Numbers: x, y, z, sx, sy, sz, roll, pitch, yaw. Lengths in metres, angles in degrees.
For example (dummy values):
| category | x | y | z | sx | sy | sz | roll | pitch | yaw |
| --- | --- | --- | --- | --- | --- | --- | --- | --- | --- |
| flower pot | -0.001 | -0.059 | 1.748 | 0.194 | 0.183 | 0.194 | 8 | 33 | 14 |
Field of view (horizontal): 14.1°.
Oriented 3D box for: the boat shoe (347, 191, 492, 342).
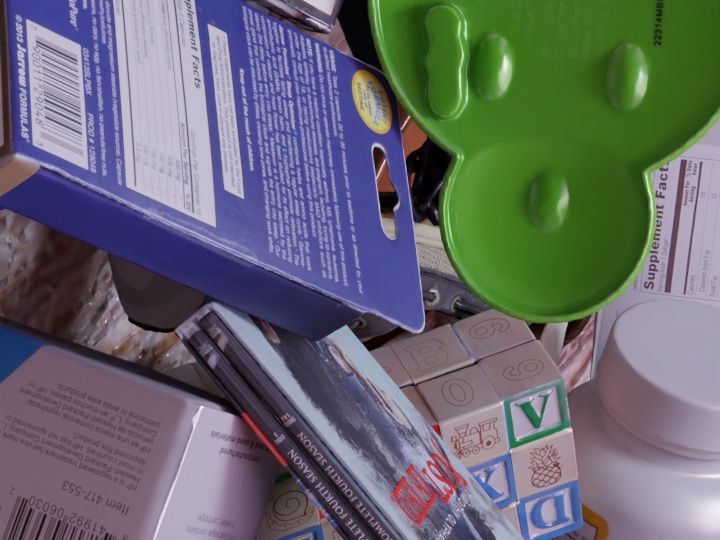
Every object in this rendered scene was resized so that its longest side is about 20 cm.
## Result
| category | x | y | z | sx | sy | sz | roll | pitch | yaw |
| --- | --- | --- | --- | --- | --- | --- | --- | --- | --- |
| boat shoe | 0.000 | 0.000 | 1.240 | 0.201 | 0.072 | 0.066 | 2 | 98 | -39 |

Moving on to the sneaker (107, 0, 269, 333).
| category | x | y | z | sx | sy | sz | roll | pitch | yaw |
| --- | --- | --- | --- | --- | --- | --- | --- | --- | --- |
| sneaker | -0.084 | -0.075 | 1.125 | 0.087 | 0.075 | 0.201 | -2 | 99 | -49 |

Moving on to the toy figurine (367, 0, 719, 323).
| category | x | y | z | sx | sy | sz | roll | pitch | yaw |
| --- | --- | --- | --- | --- | --- | --- | --- | --- | --- |
| toy figurine | 0.089 | -0.087 | 1.175 | 0.184 | 0.150 | 0.201 | -28 | 121 | -80 |

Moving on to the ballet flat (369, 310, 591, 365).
| category | x | y | z | sx | sy | sz | roll | pitch | yaw |
| --- | --- | --- | --- | --- | --- | --- | --- | --- | --- |
| ballet flat | 0.040 | 0.054 | 1.313 | 0.200 | 0.067 | 0.068 | -47 | 140 | -33 |

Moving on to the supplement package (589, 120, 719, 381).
| category | x | y | z | sx | sy | sz | roll | pitch | yaw |
| --- | --- | --- | --- | --- | --- | --- | --- | --- | --- |
| supplement package | 0.175 | -0.020 | 1.424 | 0.200 | 0.111 | 0.156 | -73 | 169 | -68 |

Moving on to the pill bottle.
| category | x | y | z | sx | sy | sz | roll | pitch | yaw |
| --- | --- | --- | --- | --- | --- | --- | --- | --- | --- |
| pill bottle | 0.127 | 0.118 | 1.318 | 0.113 | 0.113 | 0.200 | -28 | 140 | -48 |

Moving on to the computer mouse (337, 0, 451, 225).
| category | x | y | z | sx | sy | sz | roll | pitch | yaw |
| --- | --- | --- | --- | --- | --- | --- | --- | --- | --- |
| computer mouse | 0.021 | -0.130 | 1.221 | 0.140 | 0.046 | 0.200 | -59 | 130 | -65 |

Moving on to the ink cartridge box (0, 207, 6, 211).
| category | x | y | z | sx | sy | sz | roll | pitch | yaw |
| --- | --- | --- | --- | --- | --- | --- | --- | --- | --- |
| ink cartridge box | -0.184 | -0.052 | 0.995 | 0.200 | 0.044 | 0.094 | -23 | 126 | -51 |

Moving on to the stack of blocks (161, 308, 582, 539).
| category | x | y | z | sx | sy | sz | roll | pitch | yaw |
| --- | --- | --- | --- | --- | --- | --- | --- | --- | --- |
| stack of blocks | -0.013 | 0.083 | 1.217 | 0.200 | 0.059 | 0.115 | -19 | 129 | -11 |

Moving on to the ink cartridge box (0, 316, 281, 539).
| category | x | y | z | sx | sy | sz | roll | pitch | yaw |
| --- | --- | --- | --- | --- | --- | --- | --- | --- | --- |
| ink cartridge box | -0.133 | 0.124 | 1.067 | 0.086 | 0.146 | 0.200 | 18 | 91 | -63 |

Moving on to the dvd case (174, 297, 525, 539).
| category | x | y | z | sx | sy | sz | roll | pitch | yaw |
| --- | --- | --- | --- | --- | --- | --- | --- | --- | --- |
| dvd case | 0.015 | 0.083 | 1.089 | 0.022 | 0.200 | 0.146 | -39 | 180 | 12 |

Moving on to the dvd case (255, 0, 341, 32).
| category | x | y | z | sx | sy | sz | roll | pitch | yaw |
| --- | --- | --- | --- | --- | --- | --- | --- | --- | --- |
| dvd case | -0.062 | -0.191 | 1.057 | 0.200 | 0.022 | 0.146 | 24 | 81 | -39 |

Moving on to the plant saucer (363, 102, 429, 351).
| category | x | y | z | sx | sy | sz | roll | pitch | yaw |
| --- | --- | --- | --- | --- | --- | --- | --- | --- | --- |
| plant saucer | 0.040 | -0.014 | 1.370 | 0.200 | 0.032 | 0.201 | -32 | 131 | -45 |

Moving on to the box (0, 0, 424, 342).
| category | x | y | z | sx | sy | sz | roll | pitch | yaw |
| --- | --- | --- | --- | --- | --- | --- | --- | --- | --- |
| box | -0.058 | -0.050 | 1.032 | 0.200 | 0.032 | 0.121 | 24 | 47 | -40 |
